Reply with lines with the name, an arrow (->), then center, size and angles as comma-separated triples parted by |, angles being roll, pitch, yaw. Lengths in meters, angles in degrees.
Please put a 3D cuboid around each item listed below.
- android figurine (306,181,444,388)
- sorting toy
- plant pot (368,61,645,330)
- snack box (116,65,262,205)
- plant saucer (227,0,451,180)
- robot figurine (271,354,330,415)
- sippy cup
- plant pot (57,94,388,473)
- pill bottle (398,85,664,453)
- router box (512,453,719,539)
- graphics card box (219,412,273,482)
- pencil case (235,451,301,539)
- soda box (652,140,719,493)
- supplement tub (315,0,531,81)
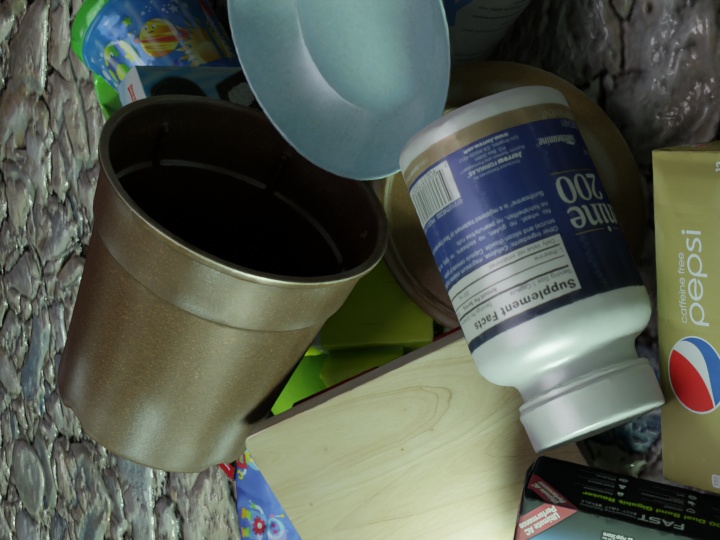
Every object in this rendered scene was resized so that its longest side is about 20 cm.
android figurine -> 0.000, 0.000, 1.097 | 0.199, 0.041, 0.183 | -6, 75, 20
sorting toy -> 0.058, 0.143, 1.011 | 0.200, 0.070, 0.199 | -26, 105, 15
plant pot -> 0.090, -0.039, 0.988 | 0.200, 0.027, 0.201 | 9, 111, 25
snack box -> -0.083, -0.102, 1.157 | 0.037, 0.200, 0.116 | -38, 66, 45
plant saucer -> -0.007, -0.160, 0.956 | 0.201, 0.039, 0.202 | 23, 125, 37
robot figurine -> -0.016, 0.089, 1.177 | 0.200, 0.115, 0.176 | 50, 143, 38
sippy cup -> -0.173, -0.194, 1.346 | 0.130, 0.139, 0.178 | 51, 162, 21
plant pot -> -0.110, 0.017, 1.009 | 0.200, 0.200, 0.199 | 53, 131, 35
pill bottle -> 0.107, 0.001, 0.883 | 0.111, 0.111, 0.200 | -37, 69, 52
router box -> 0.181, 0.207, 0.863 | 0.199, 0.062, 0.150 | 12, 110, 13
graphics card box -> -0.116, 0.079, 1.380 | 0.125, 0.051, 0.200 | 42, 131, 44
pencil case -> -0.066, 0.232, 1.317 | 0.087, 0.078, 0.201 | -3, 95, 47
soda box -> 0.218, 0.025, 0.861 | 0.064, 0.068, 0.201 | 7, 103, 56
supplement tub -> 0.057, -0.212, 0.990 | 0.200, 0.132, 0.132 | -53, 55, 47
